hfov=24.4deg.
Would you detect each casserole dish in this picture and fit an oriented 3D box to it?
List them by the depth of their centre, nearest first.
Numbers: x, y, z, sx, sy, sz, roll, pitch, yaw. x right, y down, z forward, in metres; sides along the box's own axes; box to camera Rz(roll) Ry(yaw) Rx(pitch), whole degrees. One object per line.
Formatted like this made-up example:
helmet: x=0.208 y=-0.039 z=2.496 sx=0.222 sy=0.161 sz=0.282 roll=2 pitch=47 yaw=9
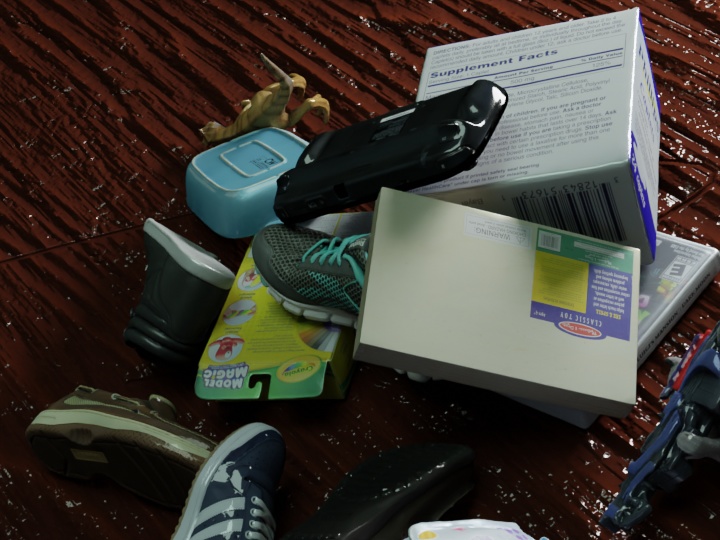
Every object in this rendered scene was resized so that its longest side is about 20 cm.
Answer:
casserole dish: x=-0.089 y=-0.082 z=1.448 sx=0.121 sy=0.039 sz=0.200 roll=-24 pitch=23 yaw=-13

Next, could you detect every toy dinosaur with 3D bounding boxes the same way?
toy dinosaur: x=-0.079 y=-0.148 z=1.517 sx=0.106 sy=0.061 sz=0.200 roll=-25 pitch=-4 yaw=-34

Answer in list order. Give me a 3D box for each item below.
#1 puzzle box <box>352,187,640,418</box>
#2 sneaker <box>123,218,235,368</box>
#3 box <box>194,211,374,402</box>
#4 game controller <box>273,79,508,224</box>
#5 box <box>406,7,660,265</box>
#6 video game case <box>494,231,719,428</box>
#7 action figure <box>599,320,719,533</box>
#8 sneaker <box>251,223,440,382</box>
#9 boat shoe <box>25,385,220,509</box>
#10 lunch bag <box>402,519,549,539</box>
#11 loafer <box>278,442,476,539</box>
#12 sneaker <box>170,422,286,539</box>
puzzle box: x=0.099 y=0.023 z=1.169 sx=0.199 sy=0.025 sz=0.134 roll=14 pitch=56 yaw=-7
sneaker: x=-0.163 y=0.021 z=1.380 sx=0.100 sy=0.070 sz=0.200 roll=-61 pitch=19 yaw=3
box: x=-0.051 y=0.036 z=1.328 sx=0.117 sy=0.049 sz=0.201 roll=-3 pitch=40 yaw=23
game controller: x=0.021 y=-0.089 z=1.259 sx=0.199 sy=0.042 sz=0.104 roll=-14 pitch=25 yaw=39
box: x=0.137 y=-0.094 z=1.305 sx=0.183 sy=0.105 sz=0.201 roll=-8 pitch=41 yaw=20
video game case: x=0.144 y=0.022 z=1.267 sx=0.199 sy=0.023 sz=0.182 roll=20 pitch=55 yaw=41
action figure: x=0.254 y=0.115 z=1.078 sx=0.200 sy=0.104 sz=0.193 roll=-53 pitch=34 yaw=3
sneaker: x=0.000 y=0.000 z=1.246 sx=0.199 sy=0.092 sz=0.078 roll=26 pitch=53 yaw=27
boat shoe: x=-0.165 y=0.123 z=1.263 sx=0.201 sy=0.075 sz=0.075 roll=10 pitch=43 yaw=35
lunch bag: x=0.060 y=0.241 z=0.976 sx=0.199 sy=0.128 sz=0.170 roll=-26 pitch=40 yaw=-15
loafer: x=0.008 y=0.182 z=1.118 sx=0.200 sy=0.072 sz=0.073 roll=-32 pitch=21 yaw=-36
sneaker: x=-0.078 y=0.197 z=1.133 sx=0.108 sy=0.070 sz=0.201 roll=7 pitch=53 yaw=38
